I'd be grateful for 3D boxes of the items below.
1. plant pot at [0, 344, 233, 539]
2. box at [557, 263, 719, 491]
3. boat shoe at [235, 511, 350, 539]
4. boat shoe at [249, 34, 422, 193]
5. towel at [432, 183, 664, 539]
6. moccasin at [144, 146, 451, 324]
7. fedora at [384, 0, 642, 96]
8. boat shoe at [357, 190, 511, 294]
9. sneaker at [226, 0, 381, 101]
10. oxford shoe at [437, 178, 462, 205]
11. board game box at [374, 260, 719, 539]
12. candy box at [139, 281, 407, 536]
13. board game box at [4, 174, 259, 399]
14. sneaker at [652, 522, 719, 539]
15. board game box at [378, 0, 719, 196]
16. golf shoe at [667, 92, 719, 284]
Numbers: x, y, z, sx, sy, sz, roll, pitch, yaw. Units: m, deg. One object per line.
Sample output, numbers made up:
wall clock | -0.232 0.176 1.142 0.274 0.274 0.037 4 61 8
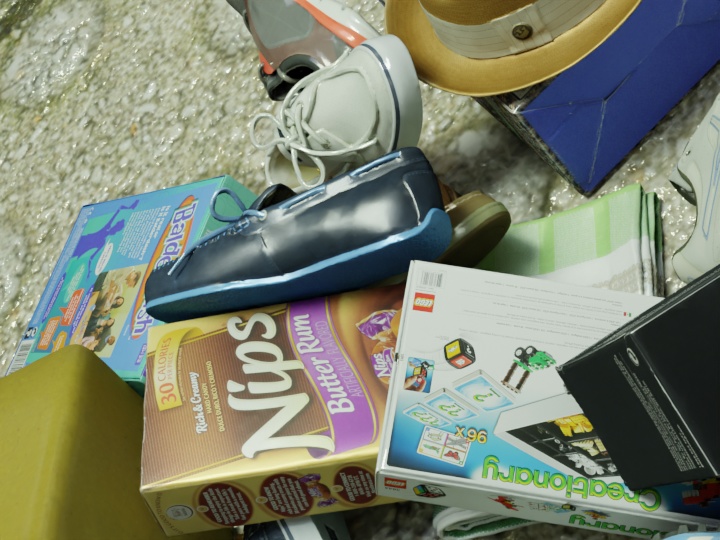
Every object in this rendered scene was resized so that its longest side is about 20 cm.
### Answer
plant pot | -0.189 0.165 1.019 0.194 0.194 0.201 -24 39 24
box | 0.207 0.019 0.796 0.199 0.141 0.079 -31 87 -10
boat shoe | -0.052 0.174 0.984 0.091 0.071 0.201 -39 45 9
boat shoe | -0.026 -0.089 1.068 0.085 0.075 0.202 -19 -4 -19
towel | 0.107 0.050 0.978 0.148 0.031 0.202 -16 52 28
moccasin | -0.038 -0.018 0.987 0.198 0.080 0.069 -15 69 20
fedora | 0.086 -0.199 0.989 0.199 0.082 0.203 -20 50 26
boat shoe | 0.001 0.000 1.033 0.200 0.073 0.064 -34 75 27
sneaker | -0.058 -0.170 1.229 0.082 0.077 0.200 -55 43 1
oxford shoe | -0.030 -0.013 1.100 0.199 0.071 0.072 -32 48 18
board game box | 0.114 0.070 0.884 0.197 0.035 0.128 9 61 4
candy box | -0.024 0.077 0.961 0.197 0.057 0.118 -11 50 8
board game box | -0.158 0.020 1.161 0.199 0.045 0.154 -6 56 52
sneaker | 0.133 0.184 0.834 0.199 0.072 0.073 -28 41 25
board game box | 0.124 -0.174 1.073 0.159 0.097 0.200 -44 44 3
golf shoe | 0.215 -0.081 0.957 0.096 0.078 0.202 -15 52 37
